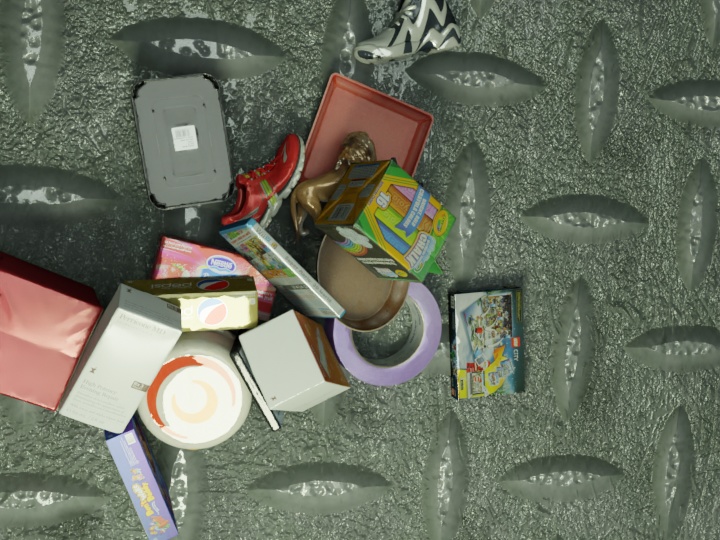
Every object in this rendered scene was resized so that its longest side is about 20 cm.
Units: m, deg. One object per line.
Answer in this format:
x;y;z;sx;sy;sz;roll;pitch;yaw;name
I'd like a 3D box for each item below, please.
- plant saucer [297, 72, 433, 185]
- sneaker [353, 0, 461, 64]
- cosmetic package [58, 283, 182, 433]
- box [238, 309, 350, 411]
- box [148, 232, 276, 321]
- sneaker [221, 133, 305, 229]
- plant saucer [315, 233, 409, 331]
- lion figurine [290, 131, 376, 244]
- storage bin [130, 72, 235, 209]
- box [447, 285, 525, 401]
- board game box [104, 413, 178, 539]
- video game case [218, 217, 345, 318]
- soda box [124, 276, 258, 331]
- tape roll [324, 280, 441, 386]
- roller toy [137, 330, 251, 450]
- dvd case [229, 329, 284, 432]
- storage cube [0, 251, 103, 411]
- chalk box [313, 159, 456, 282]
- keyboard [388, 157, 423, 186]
0.004;-0.210;1.424;0.199;0.037;0.201;20;90;-17;plant saucer
0.072;-0.429;1.397;0.199;0.079;0.130;-14;99;-14;sneaker
-0.348;0.130;1.196;0.101;0.074;0.200;24;111;-24;cosmetic package
-0.101;0.150;1.323;0.097;0.200;0.125;-27;76;5;box
-0.240;0.010;1.346;0.199;0.095;0.100;14;91;-17;box
-0.161;-0.144;1.357;0.085;0.077;0.200;31;87;-26;sneaker
0.000;0.000;1.351;0.200;0.034;0.201;1;89;-39;plant saucer
-0.049;-0.137;1.357;0.200;0.072;0.123;-33;118;-18;lion figurine
-0.284;-0.204;1.312;0.135;0.094;0.201;-10;100;-15;storage bin
0.234;0.134;1.526;0.136;0.038;0.201;-4;97;-15;box
-0.352;0.315;1.311;0.045;0.134;0.200;-21;111;-13;board game box
-0.122;0.000;1.256;0.200;0.143;0.018;45;71;-17;video game case
-0.259;0.052;1.259;0.199;0.068;0.064;-3;110;-12;soda box
0.040;0.099;1.453;0.199;0.066;0.201;-2;96;-15;tape roll
-0.264;0.184;1.336;0.182;0.140;0.200;-33;104;1;roller toy
-0.160;0.160;1.334;0.018;0.200;0.143;-26;103;5;dvd case
-0.509;0.081;1.229;0.179;0.200;0.171;25;88;-24;storage cube
0.055;-0.063;1.286;0.200;0.125;0.124;38;73;-29;chalk box
0.079;-0.092;1.386;0.127;0.021;0.200;-30;109;-38;keyboard
